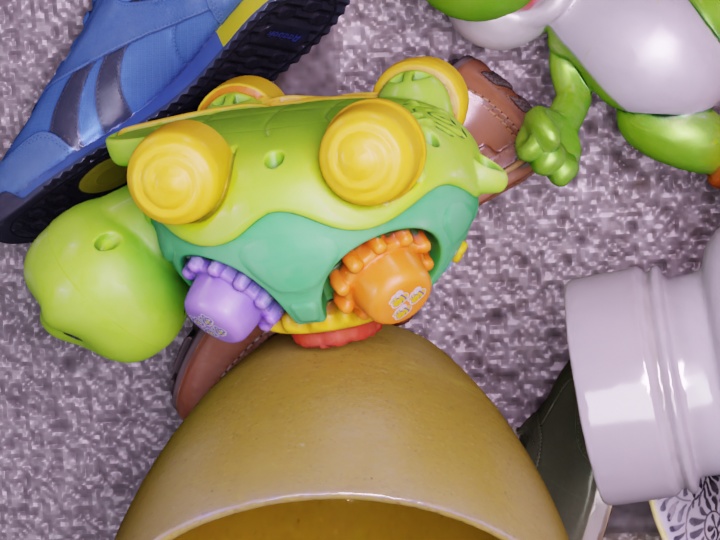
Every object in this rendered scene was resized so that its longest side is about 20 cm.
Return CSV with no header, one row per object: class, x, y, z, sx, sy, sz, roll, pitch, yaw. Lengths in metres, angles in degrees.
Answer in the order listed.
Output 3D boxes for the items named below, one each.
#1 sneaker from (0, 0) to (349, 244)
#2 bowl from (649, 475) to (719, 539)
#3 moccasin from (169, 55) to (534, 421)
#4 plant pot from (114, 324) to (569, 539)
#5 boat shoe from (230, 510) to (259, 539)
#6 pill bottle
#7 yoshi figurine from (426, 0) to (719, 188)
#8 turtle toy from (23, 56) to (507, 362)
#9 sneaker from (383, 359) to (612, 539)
sneaker,-0.093,-0.090,1.255,0.200,0.066,0.079,-40,68,22
bowl,0.218,0.061,1.242,0.200,0.094,0.201,1,105,5
moccasin,0.000,0.000,1.262,0.201,0.074,0.078,-43,88,5
plant pot,-0.006,0.105,1.201,0.200,0.142,0.200,1,134,1
boat shoe,-0.074,0.171,1.312,0.076,0.072,0.200,2,105,5
pill bottle,0.183,0.030,1.129,0.200,0.114,0.115,-10,104,8
yoshi figurine,0.092,-0.101,1.182,0.200,0.112,0.112,28,145,5
turtle toy,-0.039,-0.019,1.170,0.200,0.146,0.101,-6,102,14
sneaker,0.054,0.120,1.287,0.090,0.067,0.200,14,109,-3
